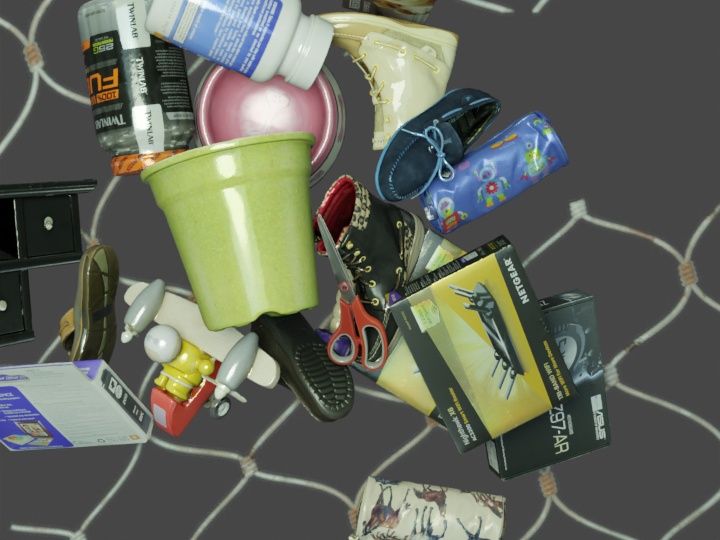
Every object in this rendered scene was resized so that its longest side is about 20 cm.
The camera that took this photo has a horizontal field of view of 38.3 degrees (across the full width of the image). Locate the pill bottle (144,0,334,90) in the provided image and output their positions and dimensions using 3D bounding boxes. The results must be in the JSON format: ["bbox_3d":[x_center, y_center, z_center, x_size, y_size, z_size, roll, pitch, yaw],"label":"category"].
[{"bbox_3d":[-0.134,-0.282,1.175,0.197,0.112,0.114,23,92,-15],"label":"pill bottle"}]

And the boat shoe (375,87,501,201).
[{"bbox_3d":[0.093,-0.158,1.230,0.201,0.068,0.085,-51,131,-25],"label":"boat shoe"}]

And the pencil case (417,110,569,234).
[{"bbox_3d":[0.159,-0.123,1.288,0.198,0.078,0.087,-30,127,-1],"label":"pencil case"}]

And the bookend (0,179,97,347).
[{"bbox_3d":[-0.407,-0.001,1.215,0.091,0.197,0.204,1,96,35],"label":"bookend"}]

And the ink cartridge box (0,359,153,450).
[{"bbox_3d":[-0.372,0.148,1.219,0.194,0.201,0.044,-5,55,14],"label":"ink cartridge box"}]

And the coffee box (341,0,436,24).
[{"bbox_3d":[0.039,-0.354,1.210,0.112,0.200,0.081,13,92,-3],"label":"coffee box"}]

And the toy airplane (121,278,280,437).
[{"bbox_3d":[-0.198,0.079,1.246,0.198,0.140,0.202,-26,72,28],"label":"toy airplane"}]

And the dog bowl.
[{"bbox_3d":[-0.114,-0.188,1.280,0.196,0.074,0.204,0,94,-2],"label":"dog bowl"}]

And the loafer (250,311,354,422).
[{"bbox_3d":[-0.074,0.116,1.272,0.072,0.201,0.072,-4,133,-36],"label":"loafer"}]

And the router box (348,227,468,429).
[{"bbox_3d":[0.098,0.072,1.312,0.156,0.052,0.202,31,92,-3],"label":"router box"}]

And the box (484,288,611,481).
[{"bbox_3d":[0.223,0.142,1.291,0.157,0.043,0.204,-14,105,-14],"label":"box"}]

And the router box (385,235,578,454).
[{"bbox_3d":[0.140,0.086,1.196,0.155,0.052,0.202,-27,104,2],"label":"router box"}]

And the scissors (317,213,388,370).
[{"bbox_3d":[-0.008,0.027,1.174,0.072,0.014,0.203,1,117,9],"label":"scissors"}]

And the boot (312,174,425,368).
[{"bbox_3d":[0.000,0.000,1.222,0.072,0.150,0.203,9,74,39],"label":"boot"}]

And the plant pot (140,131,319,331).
[{"bbox_3d":[-0.126,-0.036,1.144,0.197,0.200,0.188,-12,88,-1],"label":"plant pot"}]

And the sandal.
[{"bbox_3d":[-0.343,0.062,1.279,0.054,0.082,0.204,15,110,20],"label":"sandal"}]

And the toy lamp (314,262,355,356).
[{"bbox_3d":[-0.020,0.028,1.305,0.057,0.058,0.204,11,92,-2],"label":"toy lamp"}]

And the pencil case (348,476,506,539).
[{"bbox_3d":[0.086,0.317,1.314,0.196,0.078,0.091,10,74,-3],"label":"pencil case"}]

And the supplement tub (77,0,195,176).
[{"bbox_3d":[-0.266,-0.221,1.248,0.120,0.123,0.204,-9,93,-1],"label":"supplement tub"}]

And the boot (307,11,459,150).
[{"bbox_3d":[0.019,-0.228,1.275,0.196,0.073,0.159,6,95,-19],"label":"boot"}]
